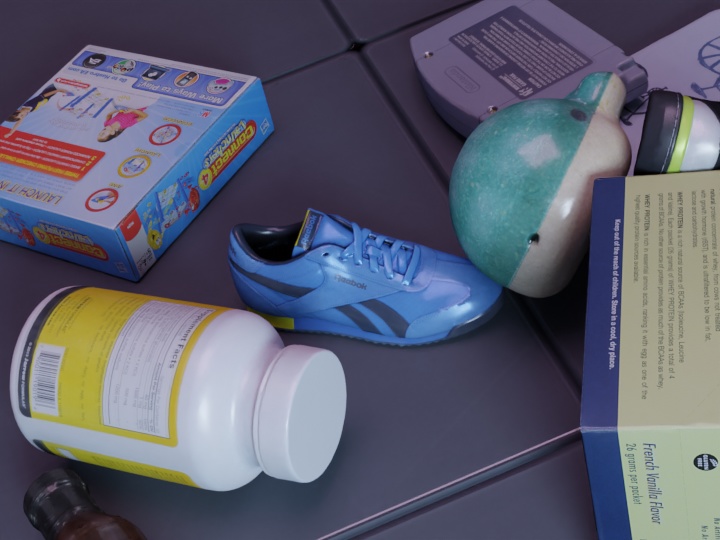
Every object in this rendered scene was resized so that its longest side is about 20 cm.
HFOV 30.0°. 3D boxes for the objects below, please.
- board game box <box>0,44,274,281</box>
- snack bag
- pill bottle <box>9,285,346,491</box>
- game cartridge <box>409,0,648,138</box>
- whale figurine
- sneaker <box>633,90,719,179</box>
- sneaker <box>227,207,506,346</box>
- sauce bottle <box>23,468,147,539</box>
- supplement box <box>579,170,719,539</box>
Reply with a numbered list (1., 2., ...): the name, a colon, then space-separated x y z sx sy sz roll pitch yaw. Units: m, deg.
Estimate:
1. board game box: -0.206 -0.097 1.112 0.198 0.056 0.196 15 51 31
2. snack bag: 0.252 -0.116 1.011 0.198 0.022 0.189 -27 42 -8
3. pill bottle: -0.114 0.076 0.851 0.198 0.113 0.113 8 46 25
4. game cartridge: 0.122 -0.159 1.073 0.132 0.042 0.200 -31 37 -5
5. whale figurine: 0.120 -0.072 0.904 0.103 0.160 0.200 25 34 3
6. sneaker: 0.221 -0.074 0.866 0.082 0.073 0.200 12 10 11
7. sneaker: 0.000 0.000 0.925 0.197 0.079 0.066 4 43 20
8. sauce bottle: -0.138 0.187 0.777 0.064 0.065 0.200 -32 42 -17
9. supplement box: 0.230 0.055 0.744 0.197 0.135 0.201 -3 42 15
